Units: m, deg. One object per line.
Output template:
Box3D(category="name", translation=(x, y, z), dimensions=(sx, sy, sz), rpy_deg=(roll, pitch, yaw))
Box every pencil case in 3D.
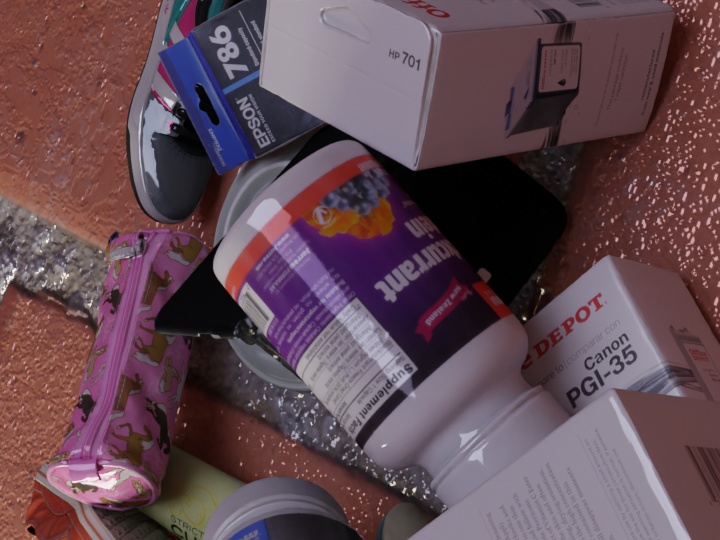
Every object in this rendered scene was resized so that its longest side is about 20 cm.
Box3D(category="pencil case", translation=(-0.160, 0.068, 1.235), dimensions=(0.082, 0.086, 0.202), rpy_deg=(-25, 46, 46))

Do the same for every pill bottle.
Box3D(category="pill bottle", translation=(-0.035, 0.208, 1.011), dimensions=(0.114, 0.113, 0.200), rpy_deg=(-59, 21, 14))
Box3D(category="pill bottle", translation=(0.021, 0.036, 0.963), dimensions=(0.200, 0.111, 0.111), rpy_deg=(48, 114, 10))

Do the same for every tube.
Box3D(category="tube", translation=(-0.106, 0.166, 1.230), dimensions=(0.199, 0.058, 0.052), rpy_deg=(25, 58, 37))

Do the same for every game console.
Box3D(category="game console", translation=(0.000, 0.000, 1.102), dimensions=(0.175, 0.117, 0.200), rpy_deg=(38, 64, 4))

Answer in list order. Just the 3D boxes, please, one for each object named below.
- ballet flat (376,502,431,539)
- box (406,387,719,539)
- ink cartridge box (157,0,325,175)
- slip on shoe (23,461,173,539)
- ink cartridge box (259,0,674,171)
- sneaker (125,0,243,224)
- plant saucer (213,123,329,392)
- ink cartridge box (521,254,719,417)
Box3D(category="ballet flat", translation=(0.052, 0.241, 1.066), dimensions=(0.069, 0.069, 0.202), rpy_deg=(-8, 84, 39))
Box3D(category="box", translation=(0.106, 0.156, 0.885), dimensions=(0.200, 0.124, 0.098), rpy_deg=(-41, 60, 29))
Box3D(category="ink cartridge box", translation=(-0.039, -0.146, 1.183), dimensions=(0.199, 0.039, 0.100), rpy_deg=(-27, 96, 18))
Box3D(category="slip on shoe", translation=(-0.188, 0.195, 1.263), dimensions=(0.199, 0.074, 0.062), rpy_deg=(21, 87, 56))
Box3D(category="ink cartridge box", translation=(0.062, -0.133, 1.036), dimensions=(0.146, 0.199, 0.087), rpy_deg=(32, 124, 41))
Box3D(category="sneaker", translation=(-0.097, -0.132, 1.267), dimensions=(0.120, 0.083, 0.202), rpy_deg=(3, 82, 51))
Box3D(category="plant saucer", translation=(-0.043, -0.019, 1.212), dimensions=(0.199, 0.050, 0.202), rpy_deg=(-10, 74, 40))
Box3D(category="ink cartridge box", translation=(0.151, 0.115, 0.992), dimensions=(0.146, 0.082, 0.201), rpy_deg=(-42, 57, 28))
